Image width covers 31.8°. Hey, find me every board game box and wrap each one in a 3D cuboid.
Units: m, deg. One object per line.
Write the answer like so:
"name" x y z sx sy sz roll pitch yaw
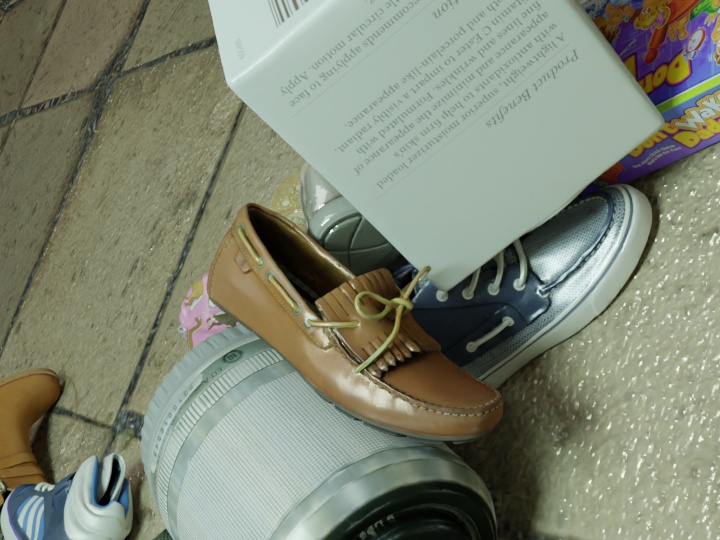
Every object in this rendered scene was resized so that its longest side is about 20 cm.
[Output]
"board game box" 0.198 -0.140 0.759 0.199 0.045 0.136 -26 46 48

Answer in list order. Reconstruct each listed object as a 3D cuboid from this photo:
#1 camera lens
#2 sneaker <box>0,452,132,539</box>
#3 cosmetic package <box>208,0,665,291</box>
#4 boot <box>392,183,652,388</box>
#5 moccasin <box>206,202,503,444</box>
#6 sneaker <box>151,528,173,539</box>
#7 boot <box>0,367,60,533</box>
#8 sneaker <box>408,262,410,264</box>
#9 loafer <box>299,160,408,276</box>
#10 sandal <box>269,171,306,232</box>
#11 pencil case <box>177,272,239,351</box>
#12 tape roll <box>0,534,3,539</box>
"camera lens" -0.028 0.139 0.753 0.200 0.159 0.161 40 102 47
"sneaker" -0.270 0.224 1.209 0.147 0.080 0.200 -51 27 6
"cosmetic package" 0.037 -0.134 0.731 0.164 0.200 0.166 -37 36 14
"boot" 0.083 0.009 0.780 0.200 0.090 0.073 -47 32 27
"moccasin" -0.002 0.027 0.712 0.201 0.073 0.078 38 120 34
"sneaker" -0.124 0.253 0.876 0.114 0.076 0.201 -39 -37 -60
"boot" -0.383 0.199 1.396 0.155 0.199 0.077 29 135 36
"sneaker" 0.032 -0.062 0.944 0.088 0.074 0.201 -48 33 35
"loafer" 0.000 0.000 0.843 0.071 0.201 0.063 -23 55 -5
"sandal" -0.057 -0.023 1.031 0.077 0.070 0.213 -16 42 10
"pencil case" -0.099 0.088 1.024 0.087 0.082 0.201 -47 34 25
"tape roll" -0.481 0.288 1.506 0.200 0.066 0.202 -38 38 38
